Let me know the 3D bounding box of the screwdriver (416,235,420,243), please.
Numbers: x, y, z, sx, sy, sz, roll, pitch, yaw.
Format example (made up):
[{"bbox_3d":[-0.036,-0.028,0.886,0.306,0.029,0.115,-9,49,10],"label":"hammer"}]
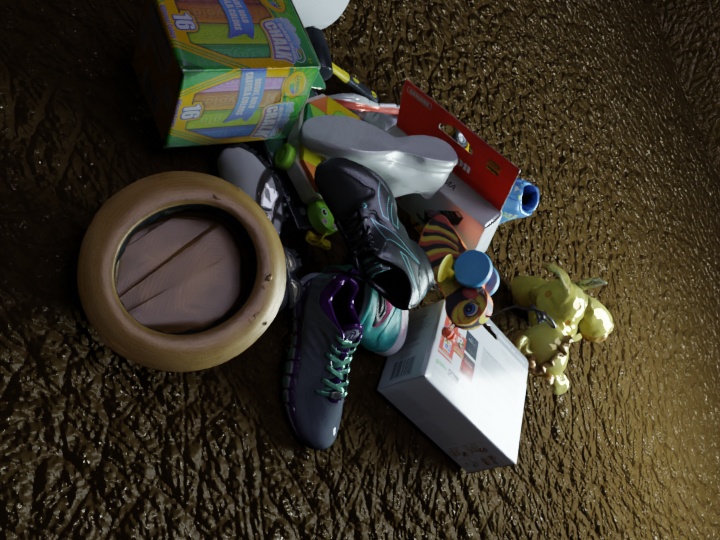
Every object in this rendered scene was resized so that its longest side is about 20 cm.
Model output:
[{"bbox_3d":[0.065,0.017,0.993,0.200,0.028,0.029,-65,149,-49],"label":"screwdriver"}]

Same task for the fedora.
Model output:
[{"bbox_3d":[-0.173,0.004,0.677,0.199,0.082,0.202,7,75,-27],"label":"fedora"}]

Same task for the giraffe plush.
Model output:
[{"bbox_3d":[0.301,0.103,1.110,0.172,0.200,0.163,30,72,5],"label":"giraffe plush"}]

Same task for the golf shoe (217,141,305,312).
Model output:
[{"bbox_3d":[-0.129,-0.047,0.770,0.094,0.078,0.201,-13,80,-48],"label":"golf shoe"}]

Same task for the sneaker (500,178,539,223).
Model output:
[{"bbox_3d":[0.206,-0.088,1.021,0.200,0.104,0.076,29,70,-72],"label":"sneaker"}]

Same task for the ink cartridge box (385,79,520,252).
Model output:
[{"bbox_3d":[0.102,-0.125,0.925,0.043,0.174,0.200,-38,70,-24],"label":"ink cartridge box"}]

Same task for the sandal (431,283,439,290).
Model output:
[{"bbox_3d":[0.134,-0.003,1.007,0.054,0.082,0.200,33,17,26],"label":"sandal"}]

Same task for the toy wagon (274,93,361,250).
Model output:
[{"bbox_3d":[-0.036,-0.122,0.875,0.155,0.039,0.201,25,55,-37],"label":"toy wagon"}]

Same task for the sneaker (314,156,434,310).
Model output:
[{"bbox_3d":[0.015,-0.042,0.797,0.200,0.075,0.079,51,32,-10],"label":"sneaker"}]

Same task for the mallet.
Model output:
[{"bbox_3d":[-0.023,-0.267,0.988,0.200,0.041,0.066,25,49,-57],"label":"mallet"}]

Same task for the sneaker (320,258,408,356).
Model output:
[{"bbox_3d":[0.000,0.000,0.886,0.120,0.083,0.201,25,56,-49],"label":"sneaker"}]

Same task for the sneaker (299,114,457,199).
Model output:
[{"bbox_3d":[0.016,-0.126,0.854,0.199,0.089,0.076,10,42,-18],"label":"sneaker"}]

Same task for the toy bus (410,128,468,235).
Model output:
[{"bbox_3d":[0.137,-0.137,1.104,0.078,0.065,0.201,44,45,-24],"label":"toy bus"}]

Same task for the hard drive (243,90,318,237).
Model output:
[{"bbox_3d":[-0.083,-0.152,0.898,0.139,0.038,0.201,-23,90,-49],"label":"hard drive"}]

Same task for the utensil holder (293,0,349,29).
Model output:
[{"bbox_3d":[-0.124,-0.383,0.866,0.200,0.169,0.171,-23,89,-51],"label":"utensil holder"}]

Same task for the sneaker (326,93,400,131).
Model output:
[{"bbox_3d":[0.018,-0.201,1.019,0.199,0.077,0.083,1,91,-42],"label":"sneaker"}]

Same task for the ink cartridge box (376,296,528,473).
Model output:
[{"bbox_3d":[0.135,0.143,0.955,0.200,0.084,0.176,45,43,-23],"label":"ink cartridge box"}]

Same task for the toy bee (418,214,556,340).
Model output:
[{"bbox_3d":[0.126,0.026,0.868,0.131,0.109,0.200,45,3,-41],"label":"toy bee"}]

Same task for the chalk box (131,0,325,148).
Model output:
[{"bbox_3d":[-0.128,-0.226,0.765,0.199,0.124,0.125,-13,67,-31],"label":"chalk box"}]

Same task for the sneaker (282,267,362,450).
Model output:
[{"bbox_3d":[-0.036,0.097,0.776,0.074,0.087,0.202,6,77,-40],"label":"sneaker"}]
